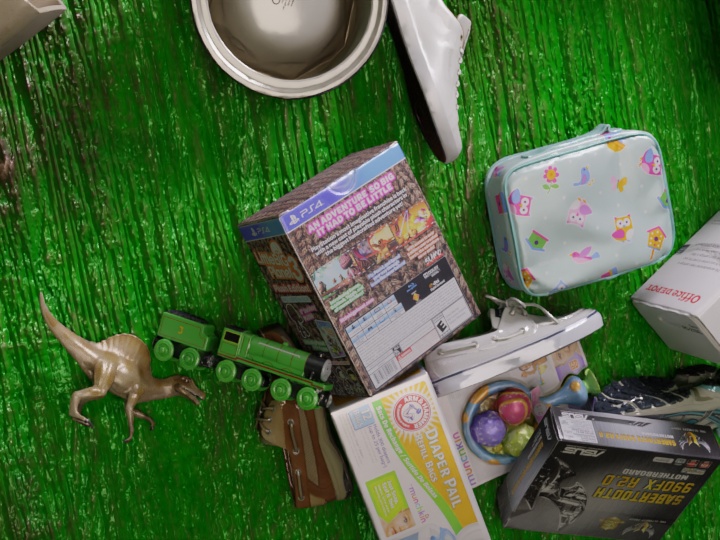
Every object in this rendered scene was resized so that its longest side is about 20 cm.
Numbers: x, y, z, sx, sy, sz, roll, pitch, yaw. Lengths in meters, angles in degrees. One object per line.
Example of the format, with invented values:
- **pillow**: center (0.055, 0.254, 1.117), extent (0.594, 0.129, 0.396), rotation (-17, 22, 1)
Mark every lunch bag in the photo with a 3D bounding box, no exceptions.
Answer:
- **lunch bag**: center (0.238, -0.069, 1.289), extent (0.198, 0.077, 0.162), rotation (-16, 98, -13)

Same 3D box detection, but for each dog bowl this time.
- **dog bowl**: center (-0.076, -0.271, 1.186), extent (0.198, 0.074, 0.203), rotation (-2, 96, -15)

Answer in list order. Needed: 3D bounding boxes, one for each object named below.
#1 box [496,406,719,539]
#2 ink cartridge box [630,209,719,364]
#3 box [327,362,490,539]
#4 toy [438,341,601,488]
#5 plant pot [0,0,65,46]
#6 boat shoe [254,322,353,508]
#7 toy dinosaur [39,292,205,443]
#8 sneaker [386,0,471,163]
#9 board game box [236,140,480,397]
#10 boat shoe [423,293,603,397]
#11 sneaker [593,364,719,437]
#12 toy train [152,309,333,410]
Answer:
- **box**: center (0.267, 0.225, 1.296), extent (0.198, 0.049, 0.159), rotation (9, 131, -16)
- **ink cartridge box**: center (0.418, 0.002, 1.308), extent (0.200, 0.145, 0.085), rotation (-43, 104, -7)
- **box**: center (0.046, 0.202, 1.243), extent (0.111, 0.101, 0.202), rotation (-22, 101, -3)
- **toy**: center (0.176, 0.162, 1.309), extent (0.198, 0.047, 0.116), rotation (-23, 99, -12)
- **plant pot**: center (-0.401, -0.239, 1.042), extent (0.177, 0.200, 0.200), rotation (-45, 104, 5)
- **boat shoe**: center (-0.071, 0.157, 1.229), extent (0.073, 0.076, 0.202), rotation (-22, 100, -9)
- **toy dinosaur**: center (-0.257, 0.106, 1.192), extent (0.199, 0.058, 0.102), rotation (31, 72, -23)
- **sneaker**: center (0.087, -0.216, 1.235), extent (0.084, 0.073, 0.202), rotation (-18, 98, -10)
- **board game box**: center (0.000, 0.000, 1.198), extent (0.159, 0.097, 0.202), rotation (-33, 103, -28)
- **boat shoe**: center (0.159, 0.063, 1.288), extent (0.200, 0.075, 0.087), rotation (-21, 84, -1)
- **sneaker**: center (0.346, 0.166, 1.330), extent (0.198, 0.077, 0.087), rotation (-5, 107, -27)
- **toy train**: center (-0.116, 0.087, 1.185), extent (0.198, 0.042, 0.057), rotation (16, 90, 16)
